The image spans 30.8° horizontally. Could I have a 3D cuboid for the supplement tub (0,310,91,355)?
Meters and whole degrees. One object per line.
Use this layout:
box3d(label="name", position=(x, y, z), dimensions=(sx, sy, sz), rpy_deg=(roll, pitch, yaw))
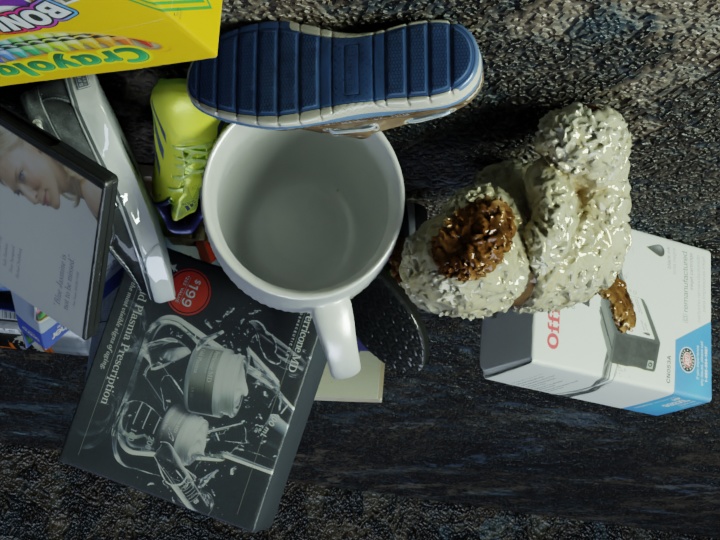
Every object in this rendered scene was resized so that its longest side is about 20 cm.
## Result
box3d(label="supplement tub", position=(-0.354, 0.018, 1.333), dimensions=(0.197, 0.124, 0.123), rpy_deg=(6, 164, 4))

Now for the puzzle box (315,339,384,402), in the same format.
box3d(label="puzzle box", position=(-0.068, 0.071, 1.404), dimensions=(0.197, 0.135, 0.025), rpy_deg=(2, 163, 12))

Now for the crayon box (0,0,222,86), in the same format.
box3d(label="crayon box", position=(-0.207, -0.173, 0.768), dimensions=(0.197, 0.059, 0.172), rpy_deg=(-3, 162, 25))

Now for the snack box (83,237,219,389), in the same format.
box3d(label="snack box", position=(-0.182, 0.065, 1.302), dimensions=(0.067, 0.203, 0.168), rpy_deg=(-10, 157, 42))

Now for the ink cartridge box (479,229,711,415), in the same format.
box3d(label="ink cartridge box", position=(0.215, 0.038, 1.181), dimensions=(0.197, 0.147, 0.083), rpy_deg=(13, 161, -25))

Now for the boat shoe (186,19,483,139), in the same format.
box3d(label="boat shoe", position=(-0.016, -0.118, 0.868), dimensions=(0.197, 0.073, 0.072), rpy_deg=(1, 164, 13))

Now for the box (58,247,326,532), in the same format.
box3d(label="box", position=(-0.134, 0.099, 1.136), dimensions=(0.180, 0.203, 0.104), rpy_deg=(18, 174, 6))

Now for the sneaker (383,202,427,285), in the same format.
box3d(label="sneaker", position=(-0.007, -0.014, 1.195), dimensions=(0.082, 0.073, 0.200), rpy_deg=(4, 165, -25))

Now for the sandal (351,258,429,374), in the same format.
box3d(label="sandal", position=(0.000, 0.000, 1.141), dimensions=(0.045, 0.201, 0.075), rpy_deg=(-28, 165, -43))

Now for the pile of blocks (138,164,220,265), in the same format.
box3d(label="pile of blocks", position=(-0.140, -0.042, 1.176), dimensions=(0.197, 0.063, 0.082), rpy_deg=(13, 162, -25))

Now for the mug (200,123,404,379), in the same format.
box3d(label="mug", position=(-0.038, -0.016, 0.998), dimensions=(0.146, 0.203, 0.175), rpy_deg=(-16, 173, -6))

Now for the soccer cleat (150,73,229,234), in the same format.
box3d(label="soccer cleat", position=(-0.129, -0.084, 0.993), dimensions=(0.064, 0.085, 0.200), rpy_deg=(7, 163, -6))

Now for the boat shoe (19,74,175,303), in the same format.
box3d(label="boat shoe", position=(-0.196, -0.054, 0.985), dimensions=(0.067, 0.072, 0.202), rpy_deg=(-20, 127, -2))

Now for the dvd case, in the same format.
box3d(label="dvd case", position=(-0.264, -0.054, 0.962), dimensions=(0.198, 0.018, 0.144), rpy_deg=(31, 128, 19))

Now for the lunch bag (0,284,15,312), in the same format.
box3d(label="lunch bag", position=(-0.342, -0.033, 1.175), dimensions=(0.167, 0.130, 0.200), rpy_deg=(8, 174, 13))

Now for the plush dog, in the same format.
box3d(label="plush dog", position=(0.107, -0.014, 0.958), dimensions=(0.169, 0.163, 0.200), rpy_deg=(-14, 171, -19))

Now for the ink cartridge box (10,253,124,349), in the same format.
box3d(label="ink cartridge box", position=(-0.240, -0.017, 1.093), dimensions=(0.042, 0.119, 0.201), rpy_deg=(35, 148, 17))
